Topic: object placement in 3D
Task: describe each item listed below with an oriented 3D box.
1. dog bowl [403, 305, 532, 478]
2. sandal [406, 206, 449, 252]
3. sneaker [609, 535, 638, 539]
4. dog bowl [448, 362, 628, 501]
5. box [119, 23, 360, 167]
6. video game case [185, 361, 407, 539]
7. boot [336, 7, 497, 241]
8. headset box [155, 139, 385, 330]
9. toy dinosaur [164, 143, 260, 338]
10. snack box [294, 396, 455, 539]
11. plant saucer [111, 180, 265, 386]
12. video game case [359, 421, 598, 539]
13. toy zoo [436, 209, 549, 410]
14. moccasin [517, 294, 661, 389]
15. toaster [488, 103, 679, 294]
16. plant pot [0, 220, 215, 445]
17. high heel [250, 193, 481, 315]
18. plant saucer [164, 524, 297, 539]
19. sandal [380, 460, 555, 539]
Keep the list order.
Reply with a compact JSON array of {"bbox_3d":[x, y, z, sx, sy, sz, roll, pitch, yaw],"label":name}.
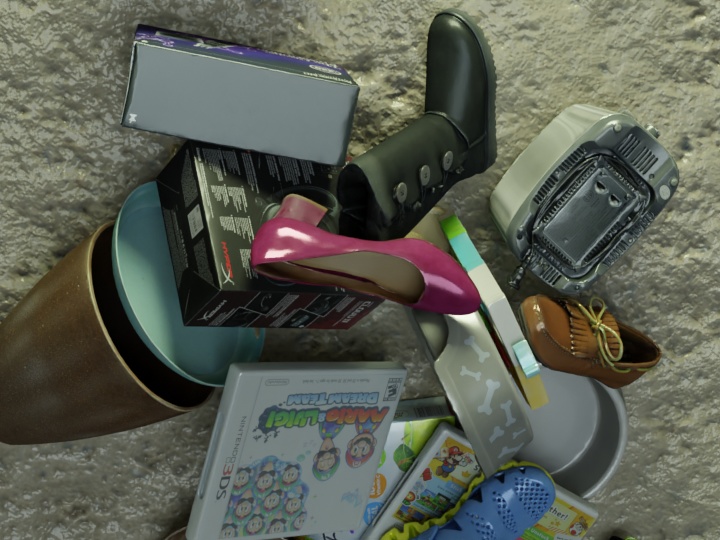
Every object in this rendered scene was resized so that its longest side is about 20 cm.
[{"bbox_3d":[0.098,0.090,1.226,0.058,0.200,0.202,-26,110,1],"label":"dog bowl"},{"bbox_3d":[0.002,0.005,1.283,0.209,0.070,0.079,-20,110,-1],"label":"sandal"},{"bbox_3d":[0.223,0.353,1.443,0.198,0.072,0.084,-26,86,0],"label":"sneaker"},{"bbox_3d":[0.189,0.164,1.368,0.197,0.059,0.203,-2,109,-6],"label":"dog bowl"},{"bbox_3d":[-0.110,-0.159,1.176,0.197,0.141,0.080,10,107,-11],"label":"box"},{"bbox_3d":[-0.059,0.173,1.252,0.198,0.024,0.184,2,112,-38],"label":"video game case"},{"bbox_3d":[0.046,-0.126,1.184,0.199,0.065,0.167,-35,122,-38],"label":"boot"},{"bbox_3d":[-0.072,-0.029,1.185,0.198,0.151,0.077,3,152,-37],"label":"headset box"},{"bbox_3d":[-0.124,-0.024,1.235,0.058,0.100,0.202,-38,75,44],"label":"toy dinosaur"},{"bbox_3d":[0.000,0.215,1.361,0.197,0.053,0.144,-5,109,-6],"label":"snack box"},{"bbox_3d":[-0.162,0.015,1.210,0.027,0.201,0.201,-26,112,29],"label":"plant saucer"},{"bbox_3d":[0.117,0.274,1.355,0.198,0.023,0.183,30,106,-15],"label":"video game case"},{"bbox_3d":[0.128,0.042,1.231,0.020,0.201,0.132,-25,123,1],"label":"toy zoo"},{"bbox_3d":[0.221,0.065,1.251,0.077,0.075,0.200,-28,141,33],"label":"moccasin"},{"bbox_3d":[0.202,-0.068,1.255,0.113,0.129,0.201,38,99,-17],"label":"toaster"},{"bbox_3d":[-0.267,0.081,1.229,0.198,0.188,0.188,-26,111,21],"label":"plant pot"},{"bbox_3d":[0.004,0.010,1.105,0.198,0.097,0.068,22,131,3],"label":"high heel"},{"bbox_3d":[-0.118,0.323,1.360,0.197,0.032,0.202,7,127,9],"label":"plant saucer"},{"bbox_3d":[0.110,0.266,1.294,0.199,0.087,0.080,-36,108,7],"label":"sandal"}]
